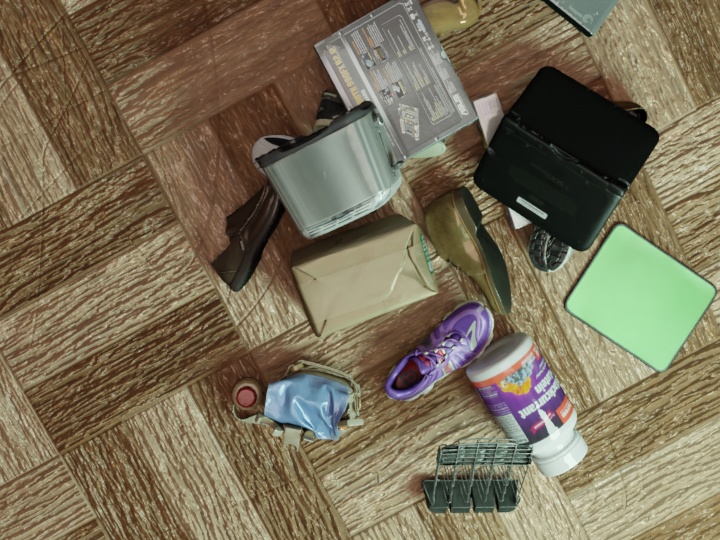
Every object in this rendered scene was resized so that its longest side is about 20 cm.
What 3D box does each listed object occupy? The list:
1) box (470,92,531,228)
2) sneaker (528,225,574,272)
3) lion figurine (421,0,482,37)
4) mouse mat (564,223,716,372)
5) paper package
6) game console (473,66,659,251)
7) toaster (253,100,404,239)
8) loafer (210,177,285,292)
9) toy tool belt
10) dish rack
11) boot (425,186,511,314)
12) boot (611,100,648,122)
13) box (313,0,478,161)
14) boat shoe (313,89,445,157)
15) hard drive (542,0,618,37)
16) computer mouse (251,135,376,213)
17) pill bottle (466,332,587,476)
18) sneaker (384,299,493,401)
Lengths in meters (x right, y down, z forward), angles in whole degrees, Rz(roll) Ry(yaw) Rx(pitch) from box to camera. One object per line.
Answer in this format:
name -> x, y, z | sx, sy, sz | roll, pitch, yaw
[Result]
box -> 0.213, -0.163, 1.440 | 0.041, 0.039, 0.202 | -21, 97, 1
sneaker -> 0.310, -0.093, 1.436 | 0.074, 0.079, 0.202 | 28, 98, 21
lion figurine -> 0.112, -0.367, 1.395 | 0.198, 0.072, 0.124 | -23, 101, -2
mouse mat -> 0.432, 0.043, 1.492 | 0.199, 0.008, 0.162 | 33, 94, -5
paper package -> 0.000, 0.000, 1.369 | 0.189, 0.200, 0.104 | -20, 98, -1
game console -> 0.293, -0.160, 1.390 | 0.199, 0.116, 0.177 | 34, 126, 12
toaster -> -0.040, -0.129, 1.297 | 0.199, 0.114, 0.130 | -23, 100, 22
loafer -> -0.163, -0.063, 1.401 | 0.071, 0.073, 0.201 | 29, 109, 1
toy tool belt -> -0.095, 0.199, 1.426 | 0.198, 0.123, 0.126 | 7, 96, -3
dish rack -> 0.173, 0.296, 1.428 | 0.151, 0.055, 0.201 | -1, 138, -4
boot -> 0.164, -0.020, 1.444 | 0.075, 0.074, 0.202 | -23, 98, 25
boot -> 0.324, -0.214, 1.422 | 0.198, 0.075, 0.074 | -12, 99, 0
box -> 0.049, -0.259, 1.341 | 0.157, 0.048, 0.201 | -29, 96, 3
boat shoe -> 0.033, -0.213, 1.412 | 0.198, 0.072, 0.068 | 13, 71, -10
hard drive -> 0.342, -0.465, 1.413 | 0.139, 0.033, 0.201 | 36, 94, -6
computer mouse -> -0.064, -0.146, 1.412 | 0.198, 0.044, 0.111 | 8, 126, 0
pill bottle -> 0.254, 0.203, 1.450 | 0.111, 0.111, 0.201 | -33, 98, 1
sneaker -> 0.116, 0.127, 1.430 | 0.200, 0.083, 0.081 | -45, 79, 11
